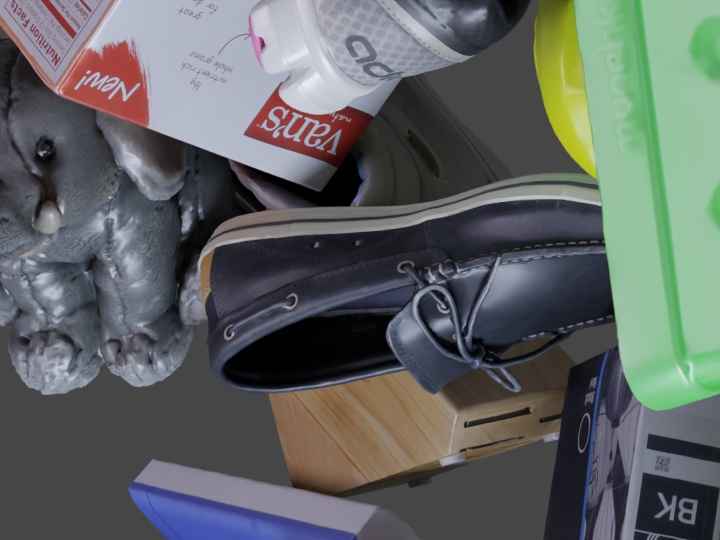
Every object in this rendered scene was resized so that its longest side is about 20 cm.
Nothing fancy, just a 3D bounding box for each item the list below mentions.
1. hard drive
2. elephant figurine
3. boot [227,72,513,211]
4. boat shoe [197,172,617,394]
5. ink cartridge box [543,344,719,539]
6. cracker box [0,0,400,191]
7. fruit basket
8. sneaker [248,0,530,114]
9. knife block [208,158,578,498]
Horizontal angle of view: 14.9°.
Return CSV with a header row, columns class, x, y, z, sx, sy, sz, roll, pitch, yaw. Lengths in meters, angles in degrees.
class,x,y,z,sx,sy,sz,roll,pitch,yaw
hard drive,-0.007,0.137,1.135,0.132,0.025,0.200,48,160,-22
elephant figurine,-0.117,-0.049,1.049,0.155,0.141,0.200,51,173,32
boot,-0.023,-0.070,1.074,0.200,0.095,0.074,44,106,40
boat shoe,0.033,0.010,0.962,0.075,0.199,0.062,54,-143,-51
ink cartridge box,0.085,0.125,0.926,0.099,0.039,0.201,141,138,-74
cracker box,-0.014,-0.134,0.931,0.200,0.134,0.058,-54,49,16
fruit basket,0.105,-0.068,0.827,0.215,0.155,0.216,11,107,41
sneaker,0.008,-0.148,0.806,0.087,0.074,0.201,-4,97,25
knife block,0.000,0.000,1.107,0.200,0.064,0.176,-27,77,61
